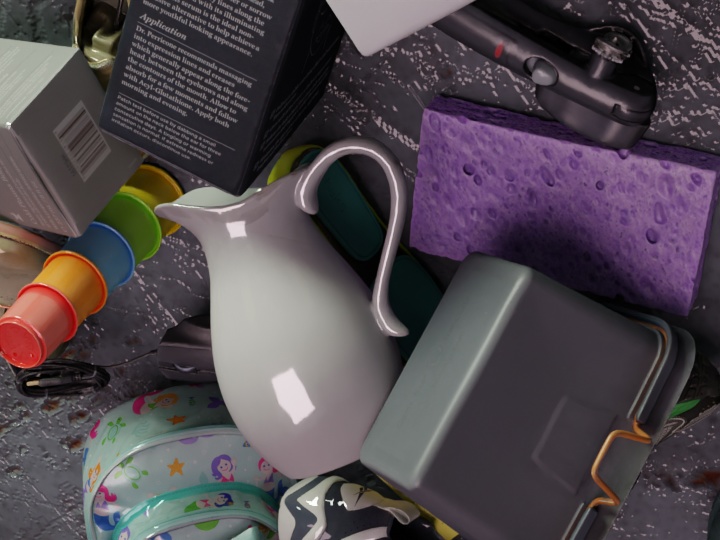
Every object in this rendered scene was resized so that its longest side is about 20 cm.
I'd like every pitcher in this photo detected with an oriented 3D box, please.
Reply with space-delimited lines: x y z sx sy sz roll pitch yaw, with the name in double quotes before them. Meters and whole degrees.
"pitcher" -0.026 0.023 1.226 0.171 0.121 0.201 -19 96 23

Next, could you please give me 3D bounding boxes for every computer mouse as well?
"computer mouse" -0.158 0.072 1.381 0.198 0.034 0.059 -13 144 2

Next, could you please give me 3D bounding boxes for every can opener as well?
"can opener" 0.097 -0.144 1.166 0.199 0.063 0.079 31 122 4

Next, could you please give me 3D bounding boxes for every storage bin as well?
"storage bin" 0.102 0.092 1.187 0.134 0.201 0.145 31 175 -27

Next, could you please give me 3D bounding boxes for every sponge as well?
"sponge" 0.133 -0.044 1.235 0.199 0.030 0.112 14 125 15

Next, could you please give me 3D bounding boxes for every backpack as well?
"backpack" -0.124 0.192 1.415 0.176 0.151 0.201 -9 114 -7

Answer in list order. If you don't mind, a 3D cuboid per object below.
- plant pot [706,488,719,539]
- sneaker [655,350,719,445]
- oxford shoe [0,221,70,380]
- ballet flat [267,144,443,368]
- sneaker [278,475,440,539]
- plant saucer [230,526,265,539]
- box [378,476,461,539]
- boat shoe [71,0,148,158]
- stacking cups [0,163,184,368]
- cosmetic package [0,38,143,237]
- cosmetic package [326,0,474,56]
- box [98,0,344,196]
"plant pot" 0.322 0.232 1.259 0.199 0.134 0.202 11 123 17
"sneaker" 0.178 0.112 1.294 0.085 0.078 0.200 43 136 -15
"oxford shoe" -0.245 0.025 1.360 0.070 0.074 0.200 16 158 11
"ballet flat" 0.000 0.000 1.308 0.067 0.067 0.201 -18 110 54
"sneaker" 0.019 0.247 1.343 0.129 0.079 0.201 1 102 34
"plant saucer" -0.065 0.273 1.381 0.070 0.019 0.201 -31 127 -4
"box" 0.025 0.107 1.350 0.200 0.075 0.050 44 125 -5
"boat shoe" -0.172 -0.153 1.271 0.071 0.076 0.201 13 125 15
"stacking cups" -0.190 -0.006 1.293 0.060 0.200 0.061 11 122 19
"cosmetic package" -0.259 -0.099 1.292 0.199 0.090 0.107 8 140 39
"cosmetic package" 0.051 -0.257 1.031 0.167 0.200 0.167 -24 109 34
"box" -0.068 -0.177 1.166 0.107 0.149 0.201 26 127 6
